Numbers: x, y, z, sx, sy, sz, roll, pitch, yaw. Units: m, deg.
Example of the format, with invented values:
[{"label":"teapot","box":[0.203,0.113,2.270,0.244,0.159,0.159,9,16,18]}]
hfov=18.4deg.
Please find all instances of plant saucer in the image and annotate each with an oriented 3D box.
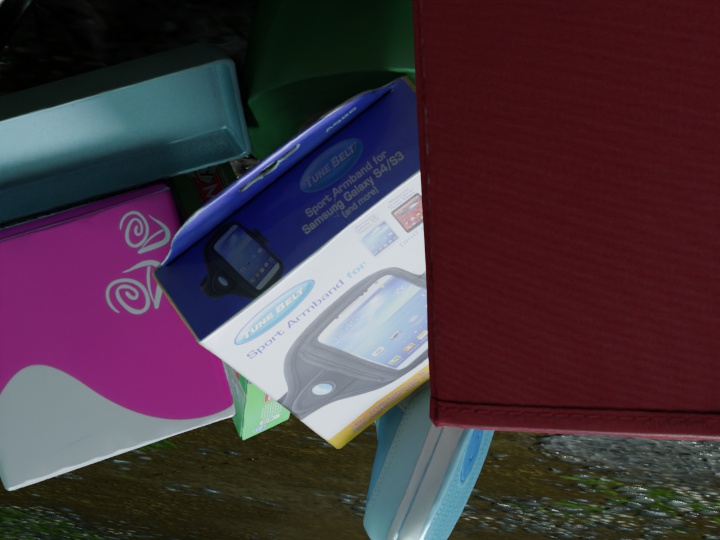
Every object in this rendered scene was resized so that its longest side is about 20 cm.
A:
[{"label":"plant saucer","box":[-0.142,-0.042,0.849,0.199,0.019,0.070,-17,152,-5]}]

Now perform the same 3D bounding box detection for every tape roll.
[{"label":"tape roll","box":[0.051,-0.065,0.894,0.200,0.048,0.200,8,166,2]}]

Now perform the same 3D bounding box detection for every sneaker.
[{"label":"sneaker","box":[0.004,0.030,1.006,0.130,0.201,0.080,14,152,9]}]

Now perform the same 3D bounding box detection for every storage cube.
[{"label":"storage cube","box":[0.121,-0.062,0.507,0.199,0.181,0.171,1,-173,28]}]

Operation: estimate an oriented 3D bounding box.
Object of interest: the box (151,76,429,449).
[{"label":"box","box":[0.000,0.000,0.864,0.119,0.042,0.200,-38,158,3]}]

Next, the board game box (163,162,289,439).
[{"label":"board game box","box":[-0.068,-0.003,1.038,0.029,0.135,0.200,-24,169,-10]}]

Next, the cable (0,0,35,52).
[{"label":"cable","box":[-0.171,-0.077,0.858,0.050,0.097,0.200,47,149,12]}]

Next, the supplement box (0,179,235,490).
[{"label":"supplement box","box":[-0.127,0.011,0.967,0.103,0.102,0.200,-17,-167,-7]}]
